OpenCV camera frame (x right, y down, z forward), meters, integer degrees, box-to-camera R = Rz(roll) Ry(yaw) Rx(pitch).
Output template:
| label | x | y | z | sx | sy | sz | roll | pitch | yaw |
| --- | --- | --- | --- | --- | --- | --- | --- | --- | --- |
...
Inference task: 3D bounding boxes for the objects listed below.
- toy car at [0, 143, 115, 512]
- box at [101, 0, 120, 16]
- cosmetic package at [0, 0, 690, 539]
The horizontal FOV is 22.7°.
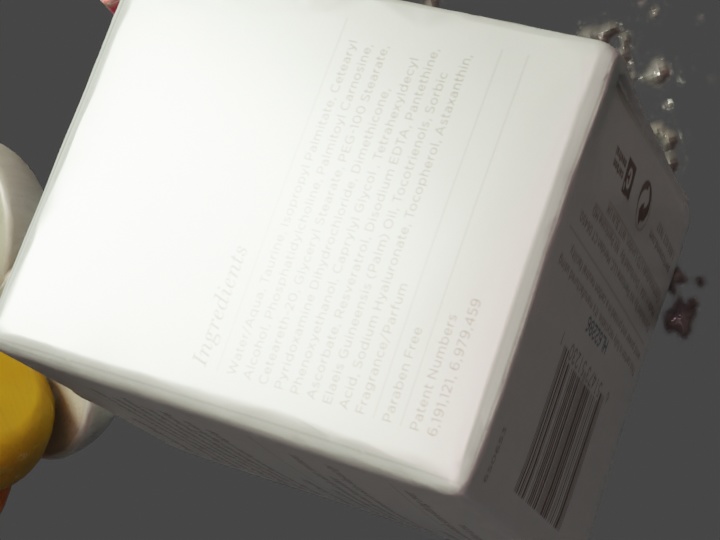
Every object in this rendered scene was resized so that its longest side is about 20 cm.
| label | x | y | z | sx | sy | sz | roll | pitch | yaw |
| --- | --- | --- | --- | --- | --- | --- | --- | --- | --- |
| toy car | -0.214 | 0.037 | 0.786 | 0.201 | 0.174 | 0.150 | 56 | 131 | 27 |
| box | -0.107 | -0.197 | 0.845 | 0.095 | 0.100 | 0.201 | -36 | 64 | 4 |
| cosmetic package | 0.000 | 0.000 | 0.696 | 0.198 | 0.167 | 0.168 | 15 | 78 | 24 |
